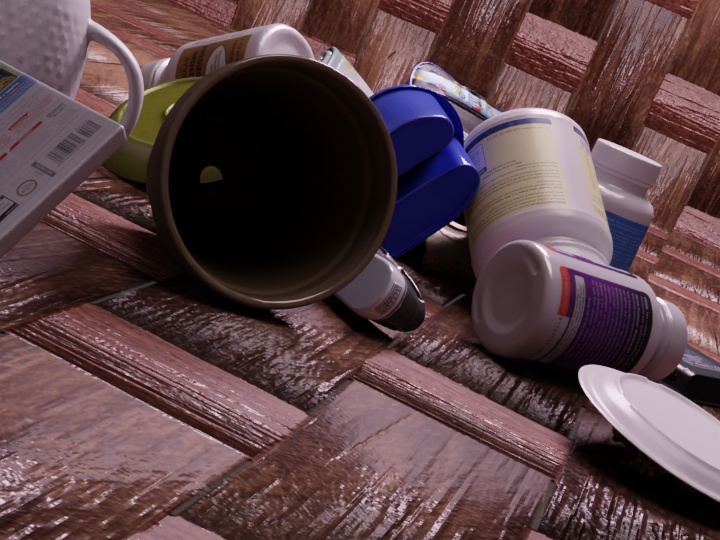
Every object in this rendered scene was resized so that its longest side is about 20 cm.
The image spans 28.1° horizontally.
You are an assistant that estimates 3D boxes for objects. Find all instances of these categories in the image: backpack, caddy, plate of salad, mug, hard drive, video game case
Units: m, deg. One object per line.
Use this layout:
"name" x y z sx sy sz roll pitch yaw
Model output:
"backpack" 0.096 -0.136 1.694 0.200 0.134 0.183 33 44 -35
"caddy" 0.023 -0.099 1.476 0.141 0.200 0.105 58 -2 -33
"plate of salad" 0.258 0.145 1.177 0.200 0.048 0.200 29 17 -10
"mug" -0.275 -0.162 1.173 0.200 0.176 0.148 24 8 -11
"hard drive" 0.325 0.089 1.594 0.139 0.033 0.200 12 16 -43
"video game case" -0.287 -0.094 1.021 0.200 0.143 0.018 29 -31 23

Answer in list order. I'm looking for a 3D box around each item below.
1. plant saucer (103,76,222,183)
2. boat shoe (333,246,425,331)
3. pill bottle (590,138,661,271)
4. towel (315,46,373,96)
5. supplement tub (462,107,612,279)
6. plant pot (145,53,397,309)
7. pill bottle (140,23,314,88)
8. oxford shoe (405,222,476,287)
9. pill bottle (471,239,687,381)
"plant saucer" -0.168 -0.148 1.446 0.200 0.031 0.200 -2 34 2
"boat shoe" 0.000 0.000 1.294 0.066 0.070 0.200 37 -1 -34
"pill bottle" 0.278 -0.048 1.700 0.112 0.200 0.112 23 12 -5
"towel" -0.014 -0.164 1.735 0.171 0.048 0.200 53 29 -18
"supplement tub" 0.181 -0.054 1.497 0.145 0.145 0.200 18 46 -27
"plant pot" -0.097 -0.073 1.189 0.200 0.200 0.173 17 -4 -27
"pill bottle" -0.157 -0.208 1.632 0.200 0.115 0.114 -5 -7 35
"oxford shoe" 0.101 -0.011 1.582 0.200 0.071 0.075 31 43 17
"pill bottle" 0.214 0.047 1.371 0.200 0.112 0.111 16 13 -33
